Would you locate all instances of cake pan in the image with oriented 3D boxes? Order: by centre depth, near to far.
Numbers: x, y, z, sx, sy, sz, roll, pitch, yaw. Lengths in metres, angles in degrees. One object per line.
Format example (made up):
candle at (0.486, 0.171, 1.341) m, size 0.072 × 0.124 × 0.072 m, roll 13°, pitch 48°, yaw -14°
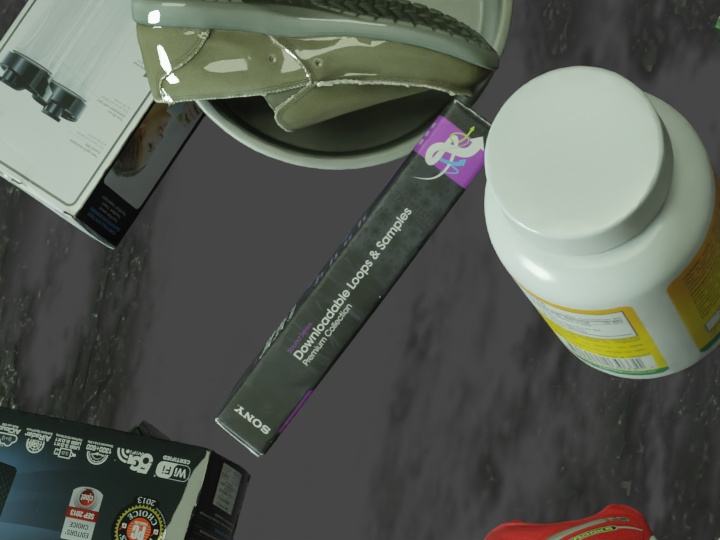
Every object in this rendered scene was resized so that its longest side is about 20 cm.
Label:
cake pan at (-0.015, -0.155, 1.156) m, size 0.199 × 0.037 × 0.201 m, roll 0°, pitch 86°, yaw -3°

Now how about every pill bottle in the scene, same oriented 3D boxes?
pill bottle at (0.124, -0.024, 1.011) m, size 0.112 × 0.200 × 0.113 m, roll -6°, pitch 71°, yaw 17°

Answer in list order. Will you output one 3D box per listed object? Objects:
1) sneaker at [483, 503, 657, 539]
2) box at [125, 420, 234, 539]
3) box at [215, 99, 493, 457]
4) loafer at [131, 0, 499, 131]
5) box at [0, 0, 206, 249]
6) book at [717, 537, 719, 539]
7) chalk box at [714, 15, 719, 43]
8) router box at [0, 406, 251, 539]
sneaker at (0.065, 0.171, 1.046) m, size 0.199 × 0.077 × 0.085 m, roll -18°, pitch 29°, yaw 25°
box at (-0.141, 0.217, 1.108) m, size 0.200 × 0.048 × 0.193 m, roll -37°, pitch 66°, yaw 3°
box at (0.000, 0.000, 1.068) m, size 0.036 × 0.143 × 0.200 m, roll 36°, pitch 93°, yaw -1°
loafer at (-0.025, -0.112, 1.105) m, size 0.199 × 0.075 × 0.070 m, roll 6°, pitch 107°, yaw -1°
box at (-0.144, -0.128, 1.218) m, size 0.116 × 0.060 × 0.200 m, roll 30°, pitch 83°, yaw 25°
book at (0.173, 0.235, 0.997) m, size 0.134 × 0.048 × 0.200 m, roll 41°, pitch 86°, yaw 24°
chalk box at (0.265, -0.125, 1.040) m, size 0.124 × 0.124 × 0.200 m, roll 26°, pitch 81°, yaw 24°
router box at (-0.173, 0.155, 1.081) m, size 0.199 × 0.062 × 0.150 m, roll 9°, pitch 75°, yaw 21°
